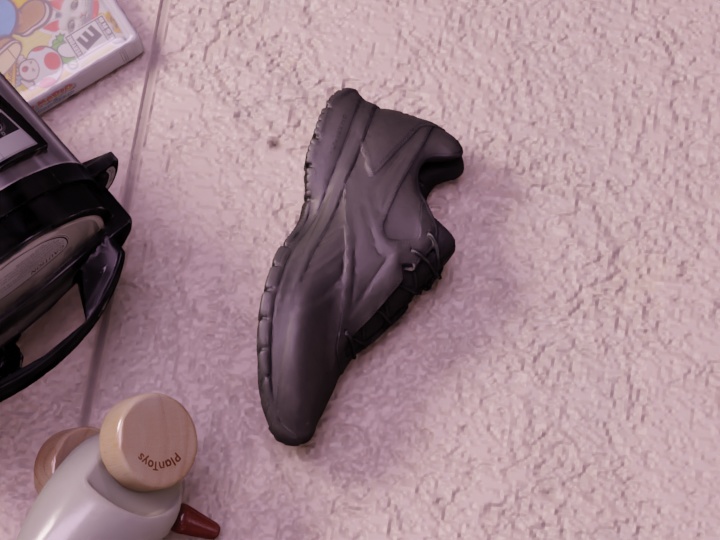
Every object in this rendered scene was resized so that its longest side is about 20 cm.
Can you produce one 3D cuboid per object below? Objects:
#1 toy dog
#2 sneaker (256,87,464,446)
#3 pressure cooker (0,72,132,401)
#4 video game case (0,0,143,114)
[{"bbox_3d":[-0.137,0.160,1.360,0.096,0.132,0.200,38,80,-19],"label":"toy dog"},{"bbox_3d":[0.000,0.000,1.416,0.090,0.076,0.201,14,72,7],"label":"sneaker"},{"bbox_3d":[-0.226,-0.022,1.396,0.176,0.179,0.200,-44,80,18],"label":"pressure cooker"},{"bbox_3d":[-0.249,-0.157,1.541,0.182,0.023,0.200,-32,67,-5],"label":"video game case"}]
